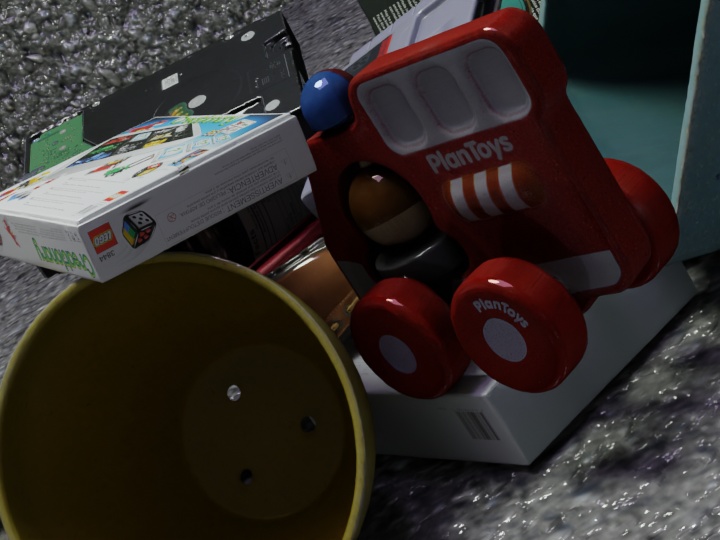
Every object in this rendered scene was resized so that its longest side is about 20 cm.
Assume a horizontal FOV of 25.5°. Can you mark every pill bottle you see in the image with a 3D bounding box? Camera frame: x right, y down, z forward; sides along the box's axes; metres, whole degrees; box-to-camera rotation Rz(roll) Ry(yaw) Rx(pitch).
[{"bbox_3d":[-0.091,-0.041,1.099,0.200,0.112,0.112,-35,15,-31],"label":"pill bottle"}]

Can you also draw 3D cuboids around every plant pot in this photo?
[{"bbox_3d":[-0.074,0.092,0.844,0.199,0.201,0.142,-29,-8,14],"label":"plant pot"},{"bbox_3d":[0.225,-0.147,0.855,0.198,0.197,0.196,-9,37,-14],"label":"plant pot"}]

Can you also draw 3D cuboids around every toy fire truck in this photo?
[{"bbox_3d":[0.048,-0.036,0.785,0.112,0.169,0.199,-42,19,-34],"label":"toy fire truck"}]

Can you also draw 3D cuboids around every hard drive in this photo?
[{"bbox_3d":[-0.125,-0.083,1.031,0.199,0.038,0.140,-25,34,6],"label":"hard drive"}]

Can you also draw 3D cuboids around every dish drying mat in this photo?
[{"bbox_3d":[-0.085,0.023,1.021,0.200,0.018,0.077,-42,-4,-11],"label":"dish drying mat"}]

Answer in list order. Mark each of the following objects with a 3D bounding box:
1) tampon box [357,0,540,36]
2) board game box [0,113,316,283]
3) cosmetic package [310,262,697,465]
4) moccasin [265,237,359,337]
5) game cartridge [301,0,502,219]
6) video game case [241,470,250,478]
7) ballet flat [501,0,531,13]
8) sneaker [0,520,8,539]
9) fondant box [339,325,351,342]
[{"bbox_3d":[0.124,-0.230,1.396,0.199,0.127,0.150,-29,-4,15],"label":"tampon box"},{"bbox_3d":[-0.121,-0.043,0.850,0.126,0.035,0.200,-29,17,-22],"label":"board game box"},{"bbox_3d":[0.072,0.042,0.906,0.151,0.052,0.200,-43,18,-26],"label":"cosmetic package"},{"bbox_3d":[0.029,-0.013,0.946,0.201,0.078,0.074,-37,0,-2],"label":"moccasin"},{"bbox_3d":[0.028,-0.119,1.006,0.129,0.038,0.200,-30,23,26],"label":"game cartridge"},{"bbox_3d":[-0.181,0.160,1.074,0.181,0.036,0.200,-36,16,-16],"label":"video game case"},{"bbox_3d":[0.076,-0.133,1.270,0.201,0.068,0.063,-61,-11,2],"label":"ballet flat"},{"bbox_3d":[-0.246,0.153,1.037,0.199,0.075,0.089,-23,30,29],"label":"sneaker"},{"bbox_3d":[0.000,0.000,1.065,0.200,0.058,0.144,-40,0,-11],"label":"fondant box"}]
